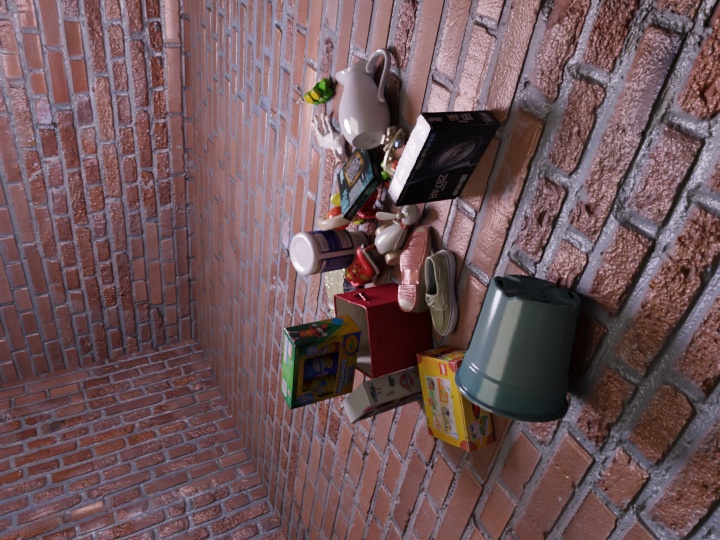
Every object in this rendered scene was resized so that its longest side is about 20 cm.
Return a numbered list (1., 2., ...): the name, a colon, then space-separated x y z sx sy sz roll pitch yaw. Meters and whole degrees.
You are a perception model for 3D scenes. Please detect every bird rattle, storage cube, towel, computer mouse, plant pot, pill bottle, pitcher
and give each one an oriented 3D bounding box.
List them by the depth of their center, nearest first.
1. plant pot: 0.278 0.121 0.958 0.200 0.200 0.197 34 122 53
2. pitcher: 0.020 -0.406 1.317 0.171 0.121 0.201 -28 64 47
3. storage cube: 0.056 0.139 1.372 0.171 0.179 0.201 16 113 59
4. bird rattle: -0.031 -0.140 1.464 0.200 0.163 0.113 35 149 64
5. pill bottle: -0.081 -0.055 1.514 0.116 0.200 0.116 12 107 47
6. computer mouse: -0.024 0.002 1.632 0.059 0.034 0.201 -1 92 47
7. towel: -0.063 0.084 1.722 0.148 0.036 0.201 -7 94 63

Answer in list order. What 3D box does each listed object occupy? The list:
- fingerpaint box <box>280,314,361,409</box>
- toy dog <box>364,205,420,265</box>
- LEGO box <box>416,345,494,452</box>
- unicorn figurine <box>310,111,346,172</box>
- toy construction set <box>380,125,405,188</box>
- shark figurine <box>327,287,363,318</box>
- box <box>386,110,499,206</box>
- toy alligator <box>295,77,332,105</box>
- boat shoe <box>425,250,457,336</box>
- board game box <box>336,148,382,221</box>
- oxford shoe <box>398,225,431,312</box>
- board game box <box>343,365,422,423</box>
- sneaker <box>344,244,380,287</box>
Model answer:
1. fingerpaint box: -0.095 0.217 1.313 0.073 0.166 0.200 49 140 46
2. toy dog: 0.068 -0.091 1.336 0.132 0.096 0.200 57 151 39
3. LEGO box: 0.210 0.281 1.247 0.149 0.077 0.201 0 100 61
4. unicorn figurine: -0.079 -0.369 1.560 0.200 0.074 0.138 -129 26 -64
5. toy construction set: 0.096 -0.235 1.249 0.200 0.092 0.131 -121 8 -45
6. shark figurine: -0.038 0.085 1.491 0.089 0.215 0.128 2 122 33
7. box: 0.154 -0.215 1.076 0.044 0.160 0.200 63 147 29
8. toy alligator: -0.126 -0.501 1.607 0.054 0.059 0.200 42 160 -20
9. boat shoe: 0.173 0.053 1.246 0.072 0.062 0.201 20 118 58
10. board game box: -0.007 -0.231 1.384 0.135 0.028 0.200 -50 30 31
11. oxford shoe: 0.137 -0.001 1.287 0.071 0.074 0.201 9 87 47
12. board game box: 0.075 0.302 1.374 0.064 0.200 0.148 67 150 21
13. sneaker: 0.000 0.000 1.467 0.200 0.085 0.077 86 159 -67
